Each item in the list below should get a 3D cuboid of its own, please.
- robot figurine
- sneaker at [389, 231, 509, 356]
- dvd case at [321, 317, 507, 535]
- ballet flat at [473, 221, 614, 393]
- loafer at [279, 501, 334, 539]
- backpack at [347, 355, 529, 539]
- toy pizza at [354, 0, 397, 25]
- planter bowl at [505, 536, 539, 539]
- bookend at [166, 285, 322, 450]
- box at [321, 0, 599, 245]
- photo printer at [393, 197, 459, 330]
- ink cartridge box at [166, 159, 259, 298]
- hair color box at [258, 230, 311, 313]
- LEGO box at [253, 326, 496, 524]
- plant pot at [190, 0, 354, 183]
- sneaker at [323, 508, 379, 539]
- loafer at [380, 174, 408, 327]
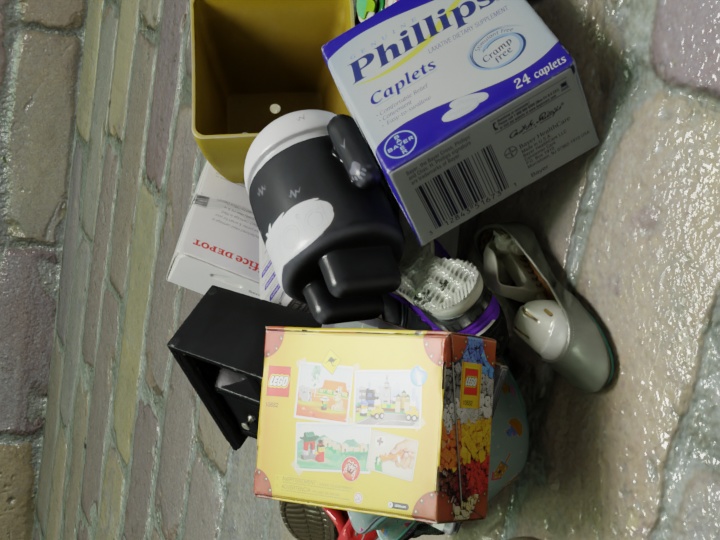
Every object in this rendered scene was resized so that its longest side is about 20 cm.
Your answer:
[{"bbox_3d":[-0.031,-0.051,1.018,0.149,0.125,0.202,-32,60,15],"label":"robot figurine"},{"bbox_3d":[0.079,0.030,1.037,0.069,0.100,0.200,-41,23,-1],"label":"sneaker"},{"bbox_3d":[0.026,0.126,1.002,0.198,0.016,0.151,19,93,37],"label":"dvd case"},{"bbox_3d":[0.154,0.032,1.000,0.068,0.063,0.201,-65,34,36],"label":"ballet flat"},{"bbox_3d":[-0.065,0.259,1.398,0.075,0.068,0.202,3,121,27],"label":"loafer"},{"bbox_3d":[0.061,0.157,1.084,0.200,0.152,0.178,-40,59,40],"label":"backpack"},{"bbox_3d":[0.032,-0.286,1.307,0.200,0.031,0.203,-8,81,64],"label":"toy pizza"},{"bbox_3d":[0.103,0.347,1.003,0.200,0.133,0.203,-7,82,63],"label":"planter bowl"},{"bbox_3d":[-0.082,0.134,1.239,0.197,0.093,0.201,15,145,32],"label":"bookend"},{"bbox_3d":[0.084,-0.159,1.007,0.105,0.182,0.201,57,-176,-46],"label":"box"},{"bbox_3d":[0.042,-0.057,1.194,0.166,0.069,0.203,42,134,53],"label":"photo printer"},{"bbox_3d":[-0.158,-0.059,1.477,0.084,0.144,0.202,128,160,-54],"label":"ink cartridge box"},{"bbox_3d":[-0.074,-0.019,1.330,0.109,0.064,0.202,-50,33,45],"label":"hair color box"},{"bbox_3d":[0.009,0.127,0.956,0.198,0.077,0.151,0,82,37],"label":"LEGO box"},{"bbox_3d":[-0.106,-0.211,1.399,0.177,0.197,0.203,98,169,-66],"label":"plant pot"},{"bbox_3d":[-0.022,0.238,1.320,0.077,0.084,0.201,-63,35,39],"label":"sneaker"},{"bbox_3d":[0.000,0.000,1.139,0.072,0.072,0.203,2,102,59],"label":"loafer"}]
